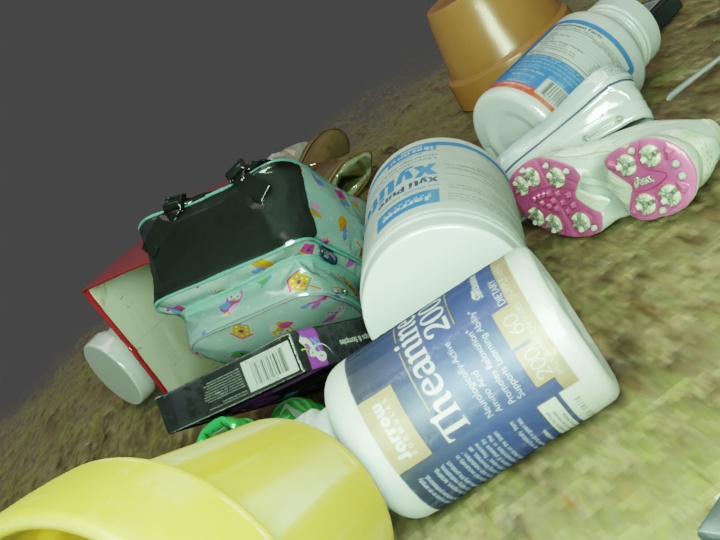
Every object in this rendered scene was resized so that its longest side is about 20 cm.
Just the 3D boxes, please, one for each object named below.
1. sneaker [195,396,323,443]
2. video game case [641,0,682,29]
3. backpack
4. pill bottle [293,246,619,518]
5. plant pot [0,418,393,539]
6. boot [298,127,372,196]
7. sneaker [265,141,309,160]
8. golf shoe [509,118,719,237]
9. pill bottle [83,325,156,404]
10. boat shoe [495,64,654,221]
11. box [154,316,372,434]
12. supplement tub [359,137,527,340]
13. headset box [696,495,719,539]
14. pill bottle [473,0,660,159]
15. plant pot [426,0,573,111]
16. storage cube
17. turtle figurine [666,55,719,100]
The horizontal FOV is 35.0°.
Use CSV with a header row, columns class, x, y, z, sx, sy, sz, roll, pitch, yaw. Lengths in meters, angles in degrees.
class,x,y,z,sx,sy,sz,roll,pitch,yaw
sneaker,-0.075,0.136,0.860,0.074,0.084,0.200,-32,7,22
video game case,0.262,-0.246,1.357,0.200,0.026,0.181,-45,18,-24
backpack,-0.070,0.000,1.014,0.175,0.154,0.200,-26,-16,23
pill bottle,0.048,0.082,0.707,0.200,0.111,0.111,-34,16,10
plant pot,-0.079,0.176,0.608,0.200,0.201,0.189,-26,2,34
boot,-0.034,-0.150,1.666,0.175,0.066,0.200,-56,20,-19
sneaker,-0.102,-0.177,1.871,0.092,0.076,0.200,-31,17,4
golf shoe,0.208,-0.078,0.925,0.091,0.075,0.200,-33,17,-32
pill bottle,-0.229,0.060,1.377,0.200,0.116,0.116,-47,18,-30
boat shoe,0.173,-0.090,1.009,0.073,0.067,0.200,4,-44,-42
box,-0.046,0.077,0.917,0.143,0.036,0.200,-27,-9,31
supplement tub,0.066,-0.016,0.903,0.132,0.132,0.200,-33,19,15
headset box,0.239,0.064,0.379,0.200,0.093,0.174,-46,18,-28
pill bottle,0.211,-0.185,1.129,0.200,0.112,0.112,-44,17,-27
plant pot,0.184,-0.333,1.566,0.200,0.140,0.200,-34,17,12
storage cube,-0.151,0.020,1.220,0.200,0.171,0.180,-18,23,52
turtle figurine,0.362,-0.276,1.006,0.200,0.144,0.194,-14,24,48
